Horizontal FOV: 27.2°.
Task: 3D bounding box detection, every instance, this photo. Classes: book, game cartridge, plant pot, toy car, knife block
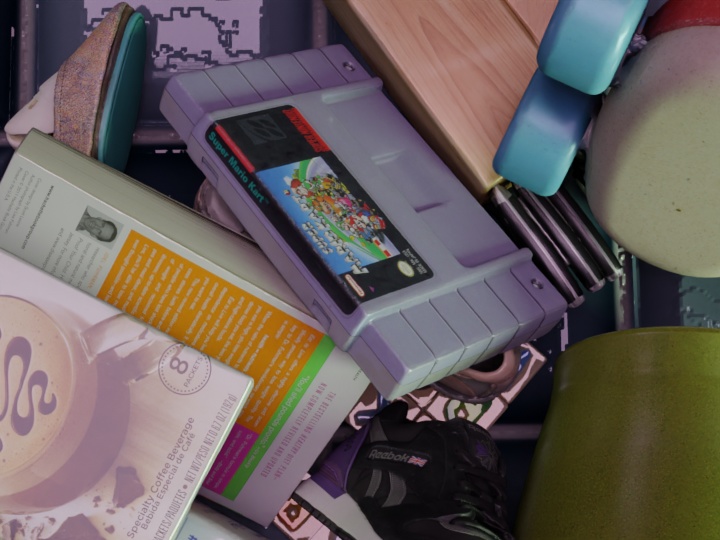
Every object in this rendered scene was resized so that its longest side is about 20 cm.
[{"bbox_3d":[-0.104,0.035,0.741,0.200,0.048,0.134,28,116,-10],"label":"book"},{"bbox_3d":[0.001,-0.033,0.751,0.200,0.129,0.038,51,129,21],"label":"game cartridge"},{"bbox_3d":[0.155,0.136,0.723,0.200,0.200,0.194,4,70,0],"label":"plant pot"},{"bbox_3d":[0.191,-0.112,0.713,0.184,0.177,0.200,25,63,5],"label":"toy car"},{"bbox_3d":[0.064,-0.074,0.801,0.199,0.064,0.176,9,81,0],"label":"knife block"}]

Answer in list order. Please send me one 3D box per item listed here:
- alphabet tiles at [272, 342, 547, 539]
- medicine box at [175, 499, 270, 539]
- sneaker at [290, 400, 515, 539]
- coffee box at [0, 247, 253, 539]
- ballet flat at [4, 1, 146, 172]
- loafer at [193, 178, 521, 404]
[{"bbox_3d":[-0.026,0.045,0.812,0.200,0.008,0.167,41,84,4],"label":"alphabet tiles"},{"bbox_3d":[-0.083,0.219,0.735,0.200,0.103,0.183,27,83,7],"label":"medicine box"},{"bbox_3d":[0.038,0.110,0.707,0.076,0.200,0.088,44,81,-27],"label":"sneaker"},{"bbox_3d":[-0.160,0.053,0.663,0.200,0.080,0.113,27,82,-1],"label":"coffee box"},{"bbox_3d":[-0.159,-0.049,0.795,0.067,0.068,0.201,5,81,3],"label":"ballet flat"},{"bbox_3d":[0.000,0.000,0.784,0.200,0.063,0.072,32,84,3],"label":"loafer"}]
